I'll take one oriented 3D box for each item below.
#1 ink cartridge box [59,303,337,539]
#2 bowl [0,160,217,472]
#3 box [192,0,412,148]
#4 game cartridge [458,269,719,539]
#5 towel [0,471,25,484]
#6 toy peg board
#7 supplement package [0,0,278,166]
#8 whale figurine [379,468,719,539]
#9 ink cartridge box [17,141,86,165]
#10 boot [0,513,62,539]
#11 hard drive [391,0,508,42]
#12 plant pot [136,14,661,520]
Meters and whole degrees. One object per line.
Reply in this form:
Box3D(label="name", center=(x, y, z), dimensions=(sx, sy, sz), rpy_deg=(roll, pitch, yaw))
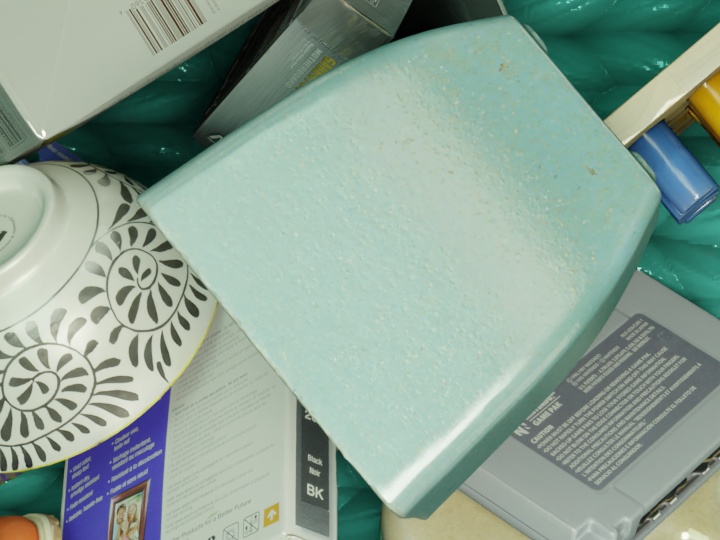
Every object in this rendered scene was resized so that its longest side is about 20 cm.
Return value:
Box3D(label="ink cartridge box", center=(-0.092, 0.099, 1.597), dimensions=(0.198, 0.043, 0.200), rpy_deg=(-31, 46, 37))
Box3D(label="bowl", center=(-0.185, 0.004, 1.603), dimensions=(0.201, 0.094, 0.201), rpy_deg=(-17, 44, 17))
Box3D(label="box", center=(-0.007, -0.164, 1.638), dimensions=(0.048, 0.158, 0.200), rpy_deg=(35, 48, -11))
Box3D(label="game cartridge", center=(0.131, 0.077, 1.583), dimensions=(0.133, 0.041, 0.200), rpy_deg=(36, 46, 20))
Box3D(label="towel", center=(-0.243, 0.063, 1.739), dimensions=(0.200, 0.023, 0.144), rpy_deg=(-30, 91, -1))
Box3D(label="toy peg board", center=(0.224, -0.086, 1.581), dimensions=(0.199, 0.200, 0.098), rpy_deg=(-41, 84, 5))
Box3D(label="supplement package", center=(-0.154, -0.167, 1.611), dimensions=(0.191, 0.200, 0.147), rpy_deg=(-33, 95, -15))
Box3D(label="whale figurine", center=(0.109, 0.150, 1.608), dimensions=(0.200, 0.104, 0.159), rpy_deg=(-2, 55, -6))
Box3D(label="ink cartridge box", center=(-0.254, -0.006, 1.788), dimensions=(0.119, 0.042, 0.200), rpy_deg=(34, 90, 21))
Box3D(label="boot", center=(-0.247, 0.178, 1.646), dimensions=(0.200, 0.107, 0.075), rpy_deg=(-24, 59, 49))
Box3D(label="hard drive", center=(0.069, -0.073, 1.653), dimensions=(0.033, 0.140, 0.200), rpy_deg=(-14, 68, -20))
Box3D(label="plant pot", center=(0.038, -0.016, 1.435), dimensions=(0.200, 0.196, 0.196), rpy_deg=(-41, 83, 0))
